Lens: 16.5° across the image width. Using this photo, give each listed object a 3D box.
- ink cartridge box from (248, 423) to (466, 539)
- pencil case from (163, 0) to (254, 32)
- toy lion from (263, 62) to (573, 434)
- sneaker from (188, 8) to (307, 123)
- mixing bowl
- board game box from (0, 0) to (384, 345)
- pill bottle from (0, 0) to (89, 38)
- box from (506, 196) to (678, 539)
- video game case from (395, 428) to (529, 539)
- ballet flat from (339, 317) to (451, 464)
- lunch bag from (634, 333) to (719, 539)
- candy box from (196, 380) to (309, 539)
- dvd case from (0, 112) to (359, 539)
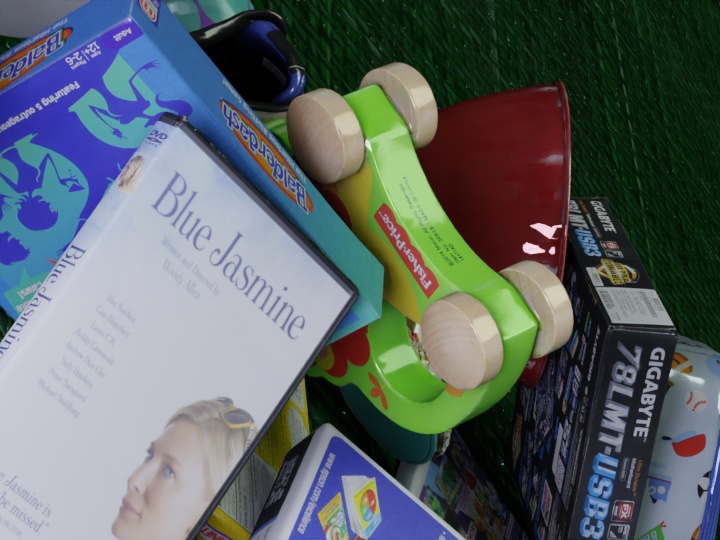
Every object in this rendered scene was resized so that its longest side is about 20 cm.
[{"bbox_3d":[0.020,0.203,1.221,0.200,0.047,0.198,42,35,-13],"label":"ink cartridge box"},{"bbox_3d":[-0.123,-0.201,1.447,0.092,0.085,0.200,-20,83,-41],"label":"pencil case"},{"bbox_3d":[0.000,0.000,1.284,0.069,0.192,0.200,-24,73,-33],"label":"toy lion"},{"bbox_3d":[-0.065,-0.081,1.389,0.199,0.115,0.081,26,41,-57],"label":"sneaker"},{"bbox_3d":[0.066,-0.027,1.588,0.200,0.108,0.201,-176,-90,-85],"label":"mixing bowl"},{"bbox_3d":[-0.106,-0.024,1.168,0.200,0.152,0.045,49,24,-29],"label":"board game box"},{"bbox_3d":[-0.170,-0.227,1.308,0.116,0.116,0.200,44,36,-40],"label":"pill bottle"},{"bbox_3d":[0.140,0.081,1.560,0.199,0.050,0.201,-102,-162,-65],"label":"box"},{"bbox_3d":[0.073,0.200,1.498,0.182,0.023,0.200,57,22,-15],"label":"video game case"},{"bbox_3d":[0.005,0.029,1.442,0.200,0.075,0.064,56,47,-35],"label":"ballet flat"},{"bbox_3d":[0.187,0.122,1.630,0.200,0.075,0.161,-153,-109,-82],"label":"lunch bag"},{"bbox_3d":[-0.063,0.079,1.320,0.102,0.026,0.200,42,28,-37],"label":"candy box"},{"bbox_3d":[-0.096,0.050,1.091,0.018,0.200,0.143,19,-19,48],"label":"dvd case"}]
